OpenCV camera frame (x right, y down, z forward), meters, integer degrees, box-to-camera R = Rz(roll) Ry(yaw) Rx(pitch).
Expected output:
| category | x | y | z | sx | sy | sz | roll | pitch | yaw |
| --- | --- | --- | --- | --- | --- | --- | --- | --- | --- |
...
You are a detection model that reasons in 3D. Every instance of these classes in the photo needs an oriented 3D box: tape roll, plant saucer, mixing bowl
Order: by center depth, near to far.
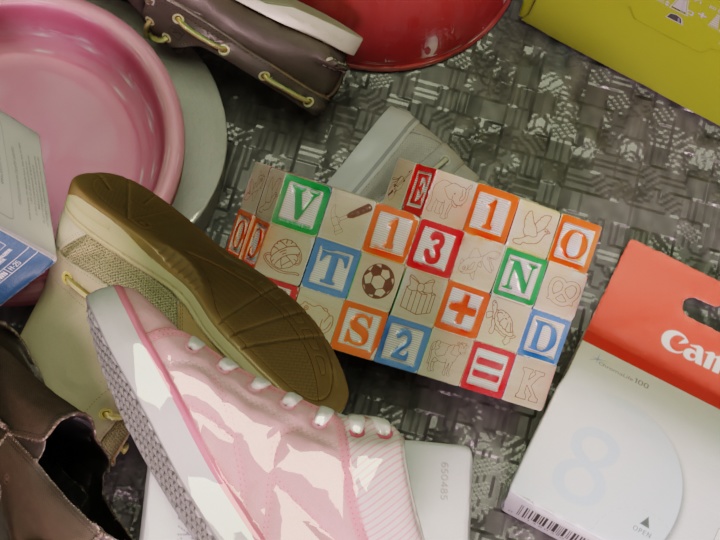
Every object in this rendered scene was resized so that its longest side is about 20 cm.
| category | x | y | z | sx | sy | sz | roll | pitch | yaw |
| --- | --- | --- | --- | --- | --- | --- | --- | --- | --- |
| plant saucer | -0.204 | -0.070 | 1.089 | 0.199 | 0.051 | 0.202 | 2 | 69 | -4 |
| tape roll | -0.182 | -0.078 | 1.142 | 0.201 | 0.037 | 0.204 | 2 | 67 | -4 |
| mixing bowl | 0.016 | -0.241 | 1.186 | 0.199 | 0.108 | 0.201 | 2 | 69 | -4 |

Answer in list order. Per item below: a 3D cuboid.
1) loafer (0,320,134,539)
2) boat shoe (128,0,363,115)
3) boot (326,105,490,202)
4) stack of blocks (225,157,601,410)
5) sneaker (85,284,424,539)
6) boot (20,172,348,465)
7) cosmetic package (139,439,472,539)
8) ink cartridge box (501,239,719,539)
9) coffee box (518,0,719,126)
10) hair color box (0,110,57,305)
| category | x | y | z | sx | sy | sz | roll | pitch | yaw |
| --- | --- | --- | --- | --- | --- | --- | --- | --- | --- |
| loafer | -0.158 | 0.093 | 0.928 | 0.071 | 0.073 | 0.200 | -42 | 52 | 14 |
| boat shoe | -0.099 | -0.159 | 1.127 | 0.199 | 0.072 | 0.060 | 23 | 102 | -15 |
| boot | 0.000 | 0.000 | 1.108 | 0.095 | 0.074 | 0.200 | 37 | 76 | 2 |
| stack of blocks | 0.027 | -0.004 | 1.058 | 0.199 | 0.059 | 0.116 | 17 | 93 | -22 |
| sneaker | -0.044 | 0.078 | 0.856 | 0.104 | 0.075 | 0.201 | -30 | 77 | -17 |
| boot | -0.109 | 0.063 | 0.986 | 0.200 | 0.156 | 0.073 | 38 | 25 | 20 |
| cosmetic package | -0.036 | 0.192 | 0.957 | 0.164 | 0.200 | 0.166 | 4 | 66 | -3 |
| ink cartridge box | 0.197 | 0.090 | 1.100 | 0.159 | 0.047 | 0.201 | 26 | 70 | 6 |
| coffee box | 0.239 | -0.234 | 1.151 | 0.199 | 0.200 | 0.198 | 28 | 69 | 7 |
| hair color box | -0.252 | -0.065 | 0.945 | 0.060 | 0.200 | 0.100 | -35 | 47 | 21 |
